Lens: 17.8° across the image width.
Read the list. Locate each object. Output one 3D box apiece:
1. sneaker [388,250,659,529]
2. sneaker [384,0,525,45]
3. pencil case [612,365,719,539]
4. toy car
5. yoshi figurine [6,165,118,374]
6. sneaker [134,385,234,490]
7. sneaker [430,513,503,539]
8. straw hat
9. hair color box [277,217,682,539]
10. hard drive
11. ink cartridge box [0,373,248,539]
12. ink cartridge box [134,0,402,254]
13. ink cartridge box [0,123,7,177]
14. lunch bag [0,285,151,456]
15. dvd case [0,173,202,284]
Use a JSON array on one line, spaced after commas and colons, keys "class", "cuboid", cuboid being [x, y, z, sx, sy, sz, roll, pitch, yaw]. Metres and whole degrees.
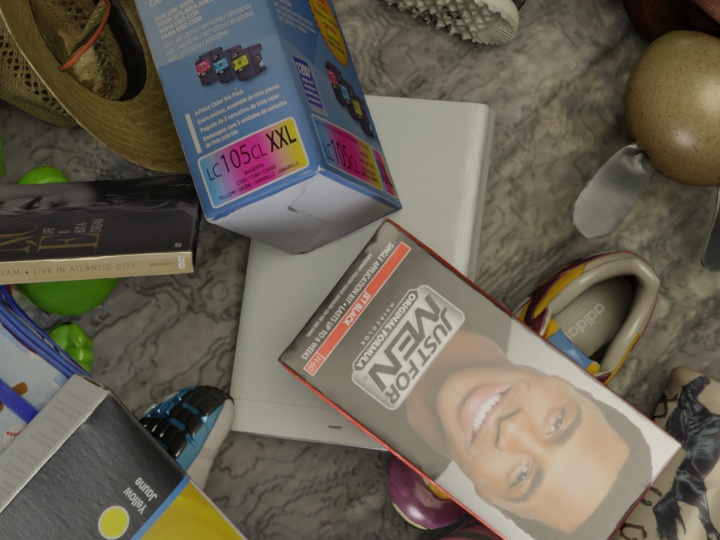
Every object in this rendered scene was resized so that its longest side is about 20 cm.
[{"class": "sneaker", "cuboid": [0.091, 0.064, 1.312, 0.075, 0.090, 0.200, 41, 80, -3]}, {"class": "sneaker", "cuboid": [0.018, -0.218, 1.347, 0.200, 0.070, 0.100, 28, 74, -8]}, {"class": "pencil case", "cuboid": [0.183, 0.153, 1.324, 0.078, 0.089, 0.200, 20, 80, 23]}, {"class": "toy car", "cuboid": [0.193, -0.105, 1.321, 0.164, 0.158, 0.200, 14, 92, -17]}, {"class": "yoshi figurine", "cuboid": [-0.201, 0.031, 1.258, 0.112, 0.112, 0.200, 30, 71, 5]}, {"class": "sneaker", "cuboid": [-0.122, 0.158, 1.291, 0.087, 0.075, 0.200, 40, 76, -29]}, {"class": "sneaker", "cuboid": [0.068, 0.176, 1.271, 0.200, 0.082, 0.070, -17, 108, -36]}, {"class": "straw hat", "cuboid": [-0.168, -0.130, 1.293, 0.085, 0.201, 0.201, -27, 88, 31]}, {"class": "hair color box", "cuboid": [0.064, 0.072, 1.245, 0.200, 0.061, 0.102, 37, 88, 6]}, {"class": "hard drive", "cuboid": [0.000, 0.000, 1.314, 0.132, 0.026, 0.200, 5, 83, 17]}, {"class": "ink cartridge box", "cuboid": [-0.147, 0.190, 1.187, 0.200, 0.047, 0.198, -50, 125, -16]}, {"class": "ink cartridge box", "cuboid": [-0.059, -0.120, 1.262, 0.076, 0.136, 0.200, -24, 75, 15]}, {"class": "ink cartridge box", "cuboid": [-0.312, -0.073, 1.219, 0.200, 0.148, 0.076, 4, 109, 23]}, {"class": "lunch bag", "cuboid": [-0.206, 0.092, 1.192, 0.160, 0.076, 0.200, -51, 122, -10]}, {"class": "dvd case", "cuboid": [-0.182, -0.021, 1.183, 0.200, 0.149, 0.016, -4, 108, 0]}]
